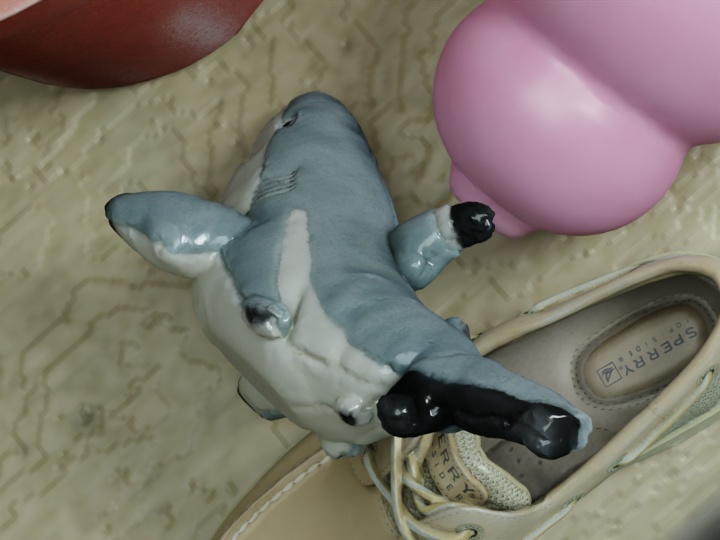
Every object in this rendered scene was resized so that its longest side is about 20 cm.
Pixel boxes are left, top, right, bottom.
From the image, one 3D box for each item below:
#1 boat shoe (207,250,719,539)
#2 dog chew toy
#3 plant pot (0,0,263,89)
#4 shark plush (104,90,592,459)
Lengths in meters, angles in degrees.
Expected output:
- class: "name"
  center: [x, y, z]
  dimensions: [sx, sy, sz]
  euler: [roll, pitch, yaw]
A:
- class: "boat shoe"
  center: [0.029, 0.056, 0.860]
  dimensions: [0.199, 0.065, 0.072]
  euler: [-31, 77, 7]
- class: "dog chew toy"
  center: [0.096, -0.094, 0.841]
  dimensions: [0.124, 0.124, 0.200]
  euler: [40, 100, 15]
- class: "plant pot"
  center: [-0.104, -0.142, 0.851]
  dimensions: [0.200, 0.195, 0.202]
  euler: [-2, 82, 13]
- class: "shark plush"
  center: [0.000, 0.000, 0.824]
  dimensions: [0.083, 0.200, 0.091]
  euler: [-41, 111, -9]
